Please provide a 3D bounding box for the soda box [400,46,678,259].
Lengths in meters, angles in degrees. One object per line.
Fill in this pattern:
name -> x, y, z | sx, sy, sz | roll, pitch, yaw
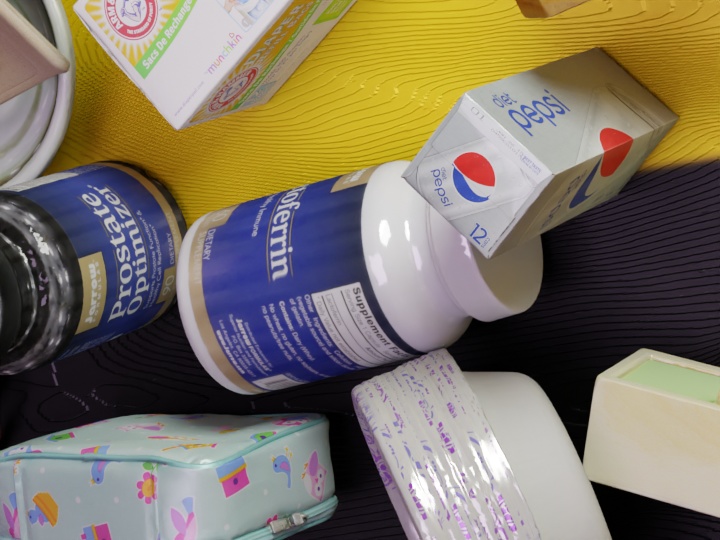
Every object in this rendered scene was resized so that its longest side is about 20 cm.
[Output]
soda box -> 0.102, -0.068, 1.468 | 0.068, 0.200, 0.064 | 43, 116, 12

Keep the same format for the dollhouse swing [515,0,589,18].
dollhouse swing -> 0.151, -0.250, 1.416 | 0.199, 0.176, 0.183 | -20, 92, 31

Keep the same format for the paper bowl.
paper bowl -> 0.078, 0.140, 1.539 | 0.104, 0.201, 0.202 | -23, 91, -3

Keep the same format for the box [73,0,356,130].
box -> -0.057, -0.190, 1.575 | 0.101, 0.112, 0.200 | 49, 119, 10

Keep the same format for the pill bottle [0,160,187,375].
pill bottle -> -0.198, 0.001, 1.642 | 0.111, 0.200, 0.113 | 6, 104, 26

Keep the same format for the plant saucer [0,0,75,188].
plant saucer -> -0.259, -0.139, 1.728 | 0.199, 0.050, 0.201 | 6, 104, 26

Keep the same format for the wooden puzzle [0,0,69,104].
wooden puzzle -> -0.303, -0.158, 1.653 | 0.199, 0.046, 0.185 | -21, 129, 33

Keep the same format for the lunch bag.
lunch bag -> -0.117, 0.134, 1.657 | 0.199, 0.160, 0.078 | -1, 96, 34

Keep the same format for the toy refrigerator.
toy refrigerator -> 0.233, 0.102, 1.510 | 0.199, 0.076, 0.070 | 15, 108, 25

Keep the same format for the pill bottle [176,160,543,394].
pill bottle -> 0.000, 0.000, 1.587 | 0.199, 0.116, 0.116 | -14, 95, 29
